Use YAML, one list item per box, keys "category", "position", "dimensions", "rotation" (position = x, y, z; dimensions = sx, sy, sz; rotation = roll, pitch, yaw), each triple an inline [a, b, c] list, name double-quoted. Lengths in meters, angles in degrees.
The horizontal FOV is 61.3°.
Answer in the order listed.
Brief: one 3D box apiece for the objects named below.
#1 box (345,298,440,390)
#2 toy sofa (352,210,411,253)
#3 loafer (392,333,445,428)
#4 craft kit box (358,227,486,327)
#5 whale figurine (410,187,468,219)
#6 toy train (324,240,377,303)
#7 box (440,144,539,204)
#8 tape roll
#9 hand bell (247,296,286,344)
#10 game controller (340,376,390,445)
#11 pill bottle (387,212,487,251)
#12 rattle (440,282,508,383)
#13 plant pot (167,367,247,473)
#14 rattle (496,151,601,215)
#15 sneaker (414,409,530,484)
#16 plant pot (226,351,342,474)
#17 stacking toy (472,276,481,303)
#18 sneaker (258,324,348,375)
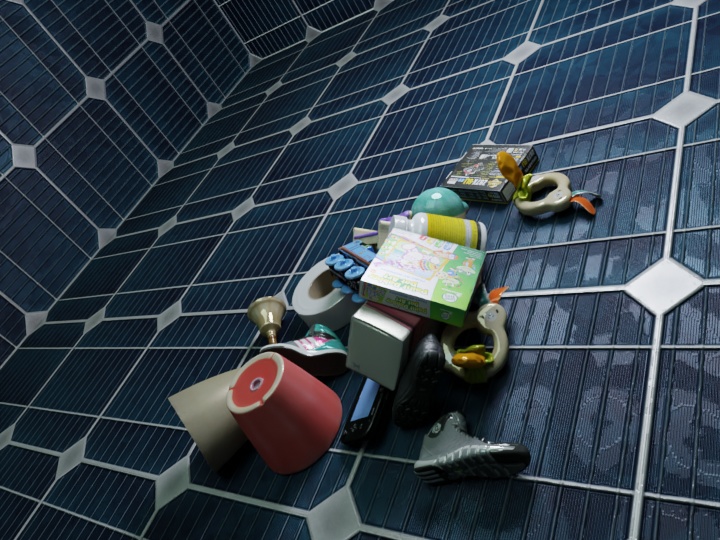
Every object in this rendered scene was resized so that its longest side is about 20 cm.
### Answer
- category: "box"
  position: [0.071, 0.102, 1.145]
  dimensions: [0.108, 0.130, 0.200]
  rotation: [23, 40, 21]
- category: "toy sofa"
  position: [0.048, -0.090, 1.457]
  dimensions: [0.200, 0.081, 0.100]
  rotation: [177, 98, -71]
- category: "loafer"
  position: [0.103, 0.200, 1.078]
  dimensions: [0.067, 0.203, 0.071]
  rotation: [14, 35, -4]
- category: "craft kit box"
  position: [0.120, 0.007, 1.136]
  dimensions: [0.197, 0.049, 0.198]
  rotation: [15, 40, 14]
- category: "whale figurine"
  position: [0.177, -0.148, 1.443]
  dimensions: [0.156, 0.106, 0.200]
  rotation: [-13, 14, 5]
- category: "toy train"
  position: [0.000, 0.000, 1.348]
  dimensions: [0.113, 0.088, 0.199]
  rotation: [-27, 26, -19]
- category: "box"
  position: [0.318, -0.243, 1.509]
  dimensions: [0.199, 0.049, 0.161]
  rotation: [14, 61, 50]
- category: "tape roll"
  position: [-0.069, 0.053, 1.498]
  dimensions: [0.200, 0.071, 0.204]
  rotation: [-26, 34, 19]
- category: "hand bell"
  position: [-0.218, 0.173, 1.499]
  dimensions: [0.103, 0.104, 0.202]
  rotation: [-30, 45, 11]
- category: "game controller"
  position: [0.022, 0.245, 1.184]
  dimensions: [0.104, 0.042, 0.202]
  rotation: [-45, 17, 53]
- category: "pill bottle"
  position: [0.160, -0.062, 1.293]
  dimensions: [0.196, 0.113, 0.112]
  rotation: [9, 38, -7]
- category: "rattle"
  position: [0.210, 0.088, 1.086]
  dimensions: [0.129, 0.143, 0.202]
  rotation: [19, 73, 40]
- category: "plant pot"
  position: [-0.285, 0.299, 1.328]
  dimensions: [0.199, 0.189, 0.187]
  rotation: [-33, 30, -20]
- category: "rattle"
  position: [0.402, -0.194, 1.293]
  dimensions: [0.129, 0.145, 0.200]
  rotation: [-26, 23, -17]
- category: "sneaker"
  position: [0.179, 0.274, 0.991]
  dimensions: [0.197, 0.075, 0.116]
  rotation: [-18, 35, 29]
- category: "plant pot"
  position: [-0.162, 0.274, 1.219]
  dimensions: [0.198, 0.178, 0.202]
  rotation: [-24, 36, 19]
- category: "stacking toy"
  position: [0.149, 0.025, 1.252]
  dimensions: [0.196, 0.086, 0.086]
  rotation: [-1, 43, 13]
- category: "sneaker"
  position: [-0.125, 0.170, 1.345]
  dimensions: [0.196, 0.085, 0.121]
  rotation: [5, 21, -10]
